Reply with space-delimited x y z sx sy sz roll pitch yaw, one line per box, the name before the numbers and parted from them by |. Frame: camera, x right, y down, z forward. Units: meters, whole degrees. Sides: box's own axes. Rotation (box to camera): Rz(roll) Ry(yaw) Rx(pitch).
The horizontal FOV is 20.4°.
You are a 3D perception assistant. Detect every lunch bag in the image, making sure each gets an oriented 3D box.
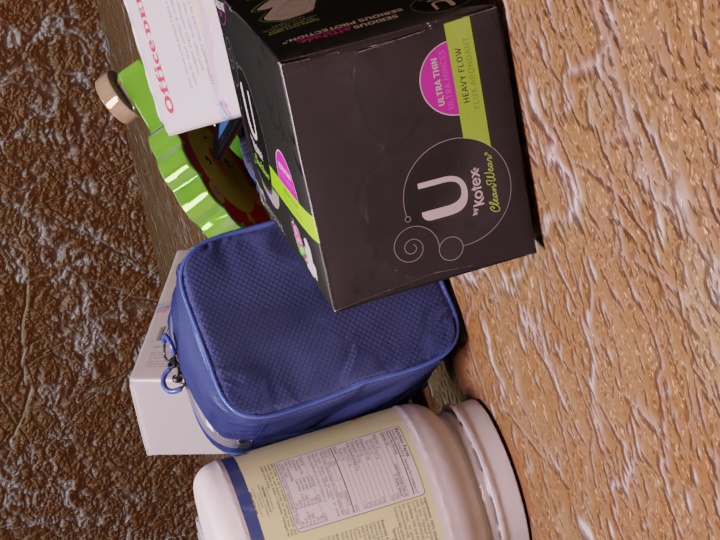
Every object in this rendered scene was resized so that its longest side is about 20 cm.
lunch bag | -0.043 0.044 1.382 0.132 0.199 0.136 111 141 -70

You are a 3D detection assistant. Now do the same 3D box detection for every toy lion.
toy lion | -0.133 -0.101 1.712 0.192 0.069 0.200 57 -166 3

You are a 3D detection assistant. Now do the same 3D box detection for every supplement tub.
supplement tub | 0.000 0.173 1.346 0.145 0.199 0.146 164 90 -80

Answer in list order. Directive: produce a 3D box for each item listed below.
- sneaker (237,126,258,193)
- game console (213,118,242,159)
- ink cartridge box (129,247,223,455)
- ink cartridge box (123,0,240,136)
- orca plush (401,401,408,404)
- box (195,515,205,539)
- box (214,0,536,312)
sneaker | -0.063 -0.098 1.664 0.200 0.074 0.083 -109 6 -65
game console | -0.127 -0.210 1.572 0.172 0.119 0.200 38 155 -2
ink cartridge box | -0.101 0.064 1.709 0.200 0.144 0.088 -78 -17 -54
ink cartridge box | -0.078 -0.183 1.384 0.200 0.085 0.148 -5 102 59
orca plush | 0.007 0.112 1.600 0.071 0.105 0.200 44 176 -18
box | -0.005 0.215 1.436 0.040 0.199 0.137 92 161 -54
box | 0.004 -0.089 1.142 0.200 0.124 0.149 -126 22 -66
